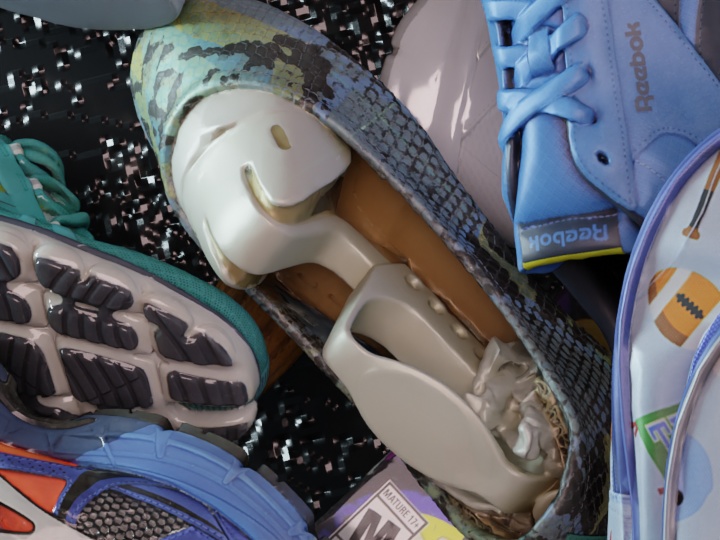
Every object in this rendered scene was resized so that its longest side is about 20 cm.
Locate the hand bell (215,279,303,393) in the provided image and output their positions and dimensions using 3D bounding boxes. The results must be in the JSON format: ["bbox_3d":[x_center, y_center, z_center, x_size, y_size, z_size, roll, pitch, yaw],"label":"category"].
[{"bbox_3d":[-0.058,0.056,0.847,0.104,0.104,0.200,31,73,7],"label":"hand bell"}]

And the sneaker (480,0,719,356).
[{"bbox_3d":[0.063,-0.051,0.765,0.078,0.066,0.201,-29,99,-38],"label":"sneaker"}]

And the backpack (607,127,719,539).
[{"bbox_3d":[0.135,0.047,0.662,0.199,0.154,0.191,-4,80,5],"label":"backpack"}]

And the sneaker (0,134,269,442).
[{"bbox_3d":[-0.106,-0.009,0.827,0.199,0.078,0.080,21,47,27],"label":"sneaker"}]

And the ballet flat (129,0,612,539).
[{"bbox_3d":[0.000,0.000,0.796,0.200,0.074,0.074,43,87,15],"label":"ballet flat"}]

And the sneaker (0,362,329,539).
[{"bbox_3d":[-0.085,0.074,0.758,0.199,0.075,0.079,23,59,20],"label":"sneaker"}]

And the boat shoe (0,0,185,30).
[{"bbox_3d":[-0.126,-0.123,0.856,0.199,0.070,0.066,16,74,31],"label":"boat shoe"}]

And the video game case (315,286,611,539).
[{"bbox_3d":[0.109,0.093,0.841,0.181,0.036,0.200,-42,82,-2],"label":"video game case"}]

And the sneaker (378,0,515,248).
[{"bbox_3d":[0.065,-0.099,0.846,0.087,0.074,0.201,12,92,19],"label":"sneaker"}]
